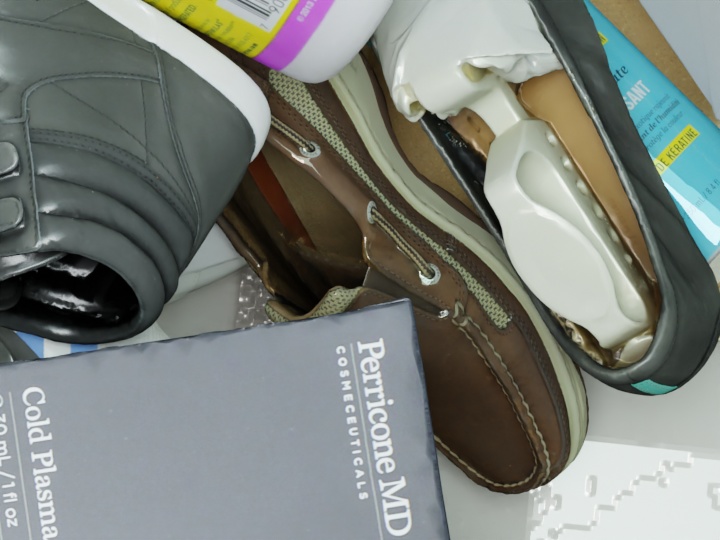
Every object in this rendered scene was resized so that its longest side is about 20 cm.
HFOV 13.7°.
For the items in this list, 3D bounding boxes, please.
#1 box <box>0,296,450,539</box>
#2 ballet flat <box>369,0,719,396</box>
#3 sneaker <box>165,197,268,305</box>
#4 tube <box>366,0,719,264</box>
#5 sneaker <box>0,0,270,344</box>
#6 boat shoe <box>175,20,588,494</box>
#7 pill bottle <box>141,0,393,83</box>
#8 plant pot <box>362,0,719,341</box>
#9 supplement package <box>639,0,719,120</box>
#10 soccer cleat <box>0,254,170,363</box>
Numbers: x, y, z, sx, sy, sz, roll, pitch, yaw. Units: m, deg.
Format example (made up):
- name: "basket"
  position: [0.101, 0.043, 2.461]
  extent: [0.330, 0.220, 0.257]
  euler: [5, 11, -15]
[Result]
- name: "box"
  position: [-0.063, 0.122, 0.822]
  extent: [0.182, 0.104, 0.200]
  euler: [-8, 85, -5]
- name: "ballet flat"
  position: [0.051, -0.049, 0.947]
  extent: [0.068, 0.068, 0.200]
  euler: [-34, 88, 24]
- name: "sneaker"
  position: [-0.125, 0.019, 1.002]
  extent: [0.200, 0.073, 0.085]
  euler: [-14, 120, -15]
- name: "tube"
  position: [0.050, -0.076, 1.006]
  extent: [0.200, 0.050, 0.077]
  euler: [42, 75, 5]
- name: "sneaker"
  position: [-0.123, -0.049, 0.857]
  extent: [0.200, 0.071, 0.099]
  euler: [28, 52, -17]
- name: "boat shoe"
  position: [-0.004, 0.002, 0.973]
  extent: [0.202, 0.075, 0.075]
  euler: [52, 44, -13]
- name: "pill bottle"
  position: [-0.075, -0.143, 0.886]
  extent: [0.200, 0.104, 0.104]
  euler: [27, 82, -10]
- name: "plant pot"
  position: [0.085, -0.067, 1.041]
  extent: [0.200, 0.027, 0.200]
  euler: [1, 84, -5]
- name: "supplement package"
  position: [0.165, -0.194, 0.979]
  extent: [0.200, 0.147, 0.191]
  euler: [-32, 86, -23]
- name: "soccer cleat"
  position: [-0.119, -0.022, 0.933]
  extent: [0.086, 0.070, 0.200]
  euler: [-29, 82, -34]
